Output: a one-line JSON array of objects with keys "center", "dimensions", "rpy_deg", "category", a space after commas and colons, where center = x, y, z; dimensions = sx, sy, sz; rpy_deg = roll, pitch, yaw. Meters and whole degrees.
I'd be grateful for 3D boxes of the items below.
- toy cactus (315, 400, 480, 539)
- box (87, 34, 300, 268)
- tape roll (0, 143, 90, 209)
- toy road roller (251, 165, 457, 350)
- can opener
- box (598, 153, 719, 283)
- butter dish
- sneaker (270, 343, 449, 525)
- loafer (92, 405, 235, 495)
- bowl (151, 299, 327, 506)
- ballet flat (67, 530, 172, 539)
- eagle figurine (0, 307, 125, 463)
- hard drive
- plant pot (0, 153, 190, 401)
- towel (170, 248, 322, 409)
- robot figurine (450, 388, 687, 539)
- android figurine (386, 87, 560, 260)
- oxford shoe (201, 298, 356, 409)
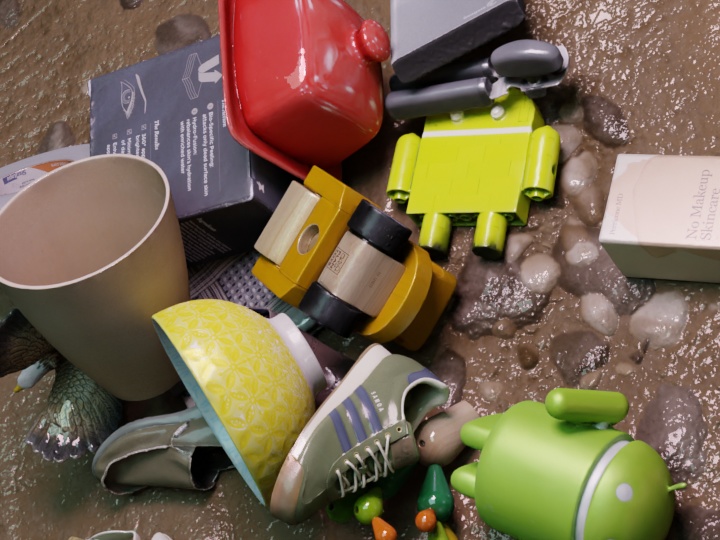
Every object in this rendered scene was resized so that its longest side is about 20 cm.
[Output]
[{"center": [0.043, 0.186, 1.402], "dimensions": [0.164, 0.103, 0.200], "rpy_deg": [-34, 49, -14], "category": "toy cactus"}, {"center": [-0.174, -0.119, 1.611], "dimensions": [0.198, 0.117, 0.199], "rpy_deg": [-15, 64, 23], "category": "box"}, {"center": [-0.353, -0.073, 1.691], "dimensions": [0.198, 0.067, 0.201], "rpy_deg": [-14, 21, 5], "category": "tape roll"}, {"center": [0.000, 0.000, 1.485], "dimensions": [0.124, 0.145, 0.200], "rpy_deg": [-58, 35, 3], "category": "toy road roller"}, {"center": [0.113, -0.194, 1.518], "dimensions": [0.198, 0.067, 0.053], "rpy_deg": [-9, 48, 29], "category": "can opener"}, {"center": [0.321, -0.044, 1.356], "dimensions": [0.198, 0.078, 0.096], "rpy_deg": [3, 68, 30], "category": "box"}, {"center": [-0.037, -0.205, 1.530], "dimensions": [0.147, 0.199, 0.202], "rpy_deg": [-19, 63, 28], "category": "butter dish"}, {"center": [0.007, 0.149, 1.338], "dimensions": [0.089, 0.068, 0.201], "rpy_deg": [19, 49, 22], "category": "sneaker"}, {"center": [-0.179, 0.182, 1.523], "dimensions": [0.198, 0.075, 0.070], "rpy_deg": [-24, 52, 17], "category": "loafer"}, {"center": [-0.095, 0.100, 1.398], "dimensions": [0.107, 0.201, 0.200], "rpy_deg": [-32, 52, -12], "category": "bowl"}, {"center": [-0.216, 0.286, 1.501], "dimensions": [0.198, 0.071, 0.072], "rpy_deg": [-3, 64, 28], "category": "ballet flat"}, {"center": [-0.310, 0.085, 1.585], "dimensions": [0.200, 0.150, 0.153], "rpy_deg": [-110, 33, -68], "category": "eagle figurine"}, {"center": [0.096, -0.271, 1.574], "dimensions": [0.138, 0.033, 0.201], "rpy_deg": [-26, 28, 15], "category": "hard drive"}, {"center": [-0.238, 0.025, 1.490], "dimensions": [0.185, 0.201, 0.188], "rpy_deg": [-12, 39, 10], "category": "plant pot"}, {"center": [-0.136, 0.033, 1.602], "dimensions": [0.199, 0.035, 0.193], "rpy_deg": [-38, 53, 8], "category": "towel"}, {"center": [0.176, 0.182, 1.297], "dimensions": [0.198, 0.115, 0.178], "rpy_deg": [19, 102, 33], "category": "robot figurine"}, {"center": [0.115, -0.109, 1.532], "dimensions": [0.180, 0.041, 0.202], "rpy_deg": [2, 68, 30], "category": "android figurine"}, {"center": [-0.076, 0.083, 1.487], "dimensions": [0.198, 0.073, 0.072], "rpy_deg": [18, 57, 12], "category": "oxford shoe"}]
